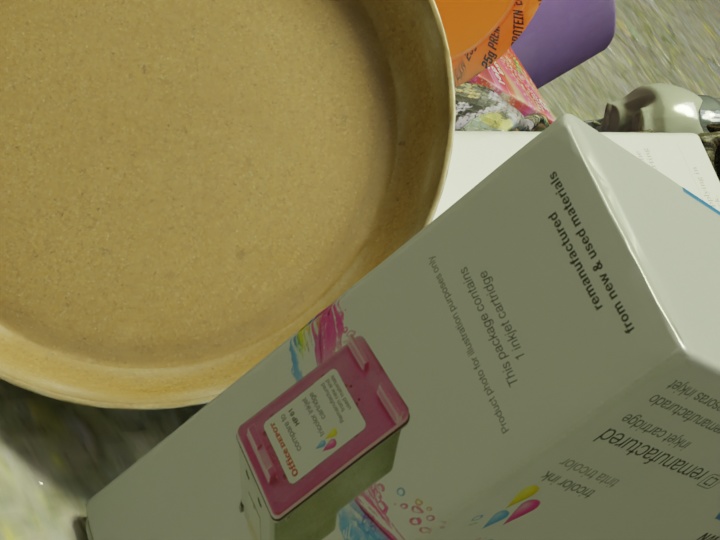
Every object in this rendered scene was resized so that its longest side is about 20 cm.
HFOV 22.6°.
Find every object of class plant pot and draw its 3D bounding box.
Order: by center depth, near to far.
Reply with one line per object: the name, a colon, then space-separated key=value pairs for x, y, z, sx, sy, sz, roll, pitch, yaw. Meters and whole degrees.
plant pot: x=-0.069 y=-0.052 z=0.580 sx=0.201 sy=0.199 sz=0.028 roll=53 pitch=-12 yaw=9

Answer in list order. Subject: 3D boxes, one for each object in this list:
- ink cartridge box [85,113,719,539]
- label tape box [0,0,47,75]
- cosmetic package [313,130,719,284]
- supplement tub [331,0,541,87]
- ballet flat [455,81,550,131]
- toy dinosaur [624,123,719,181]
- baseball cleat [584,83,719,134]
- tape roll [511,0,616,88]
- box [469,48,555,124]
ink cartridge box: x=0.037 y=0.065 z=0.543 sx=0.144 sy=0.199 sz=0.085 roll=23 pitch=36 yaw=-48
label tape box: x=-0.103 y=-0.075 z=0.681 sx=0.144 sy=0.063 sz=0.201 roll=20 pitch=35 yaw=-52
cosmetic package: x=0.059 y=0.007 z=0.671 sx=0.198 sy=0.074 sz=0.103 roll=-2 pitch=62 yaw=-37
supplement tub: x=-0.016 y=-0.160 z=0.703 sx=0.122 sy=0.123 sz=0.200 roll=26 pitch=17 yaw=-46
ballet flat: x=0.050 y=-0.050 z=0.817 sx=0.072 sy=0.072 sz=0.200 roll=54 pitch=7 yaw=11
toy dinosaur: x=0.153 y=-0.014 z=0.854 sx=0.200 sy=0.076 sz=0.104 roll=-84 pitch=169 yaw=-80
baseball cleat: x=0.151 y=-0.053 z=1.006 sx=0.105 sy=0.200 sz=0.071 roll=4 pitch=82 yaw=-22
tape roll: x=0.067 y=-0.202 z=1.093 sx=0.201 sy=0.084 sz=0.200 roll=59 pitch=-6 yaw=11
box: x=0.000 y=-0.128 z=0.932 sx=0.094 sy=0.102 sz=0.201 roll=22 pitch=33 yaw=-53
